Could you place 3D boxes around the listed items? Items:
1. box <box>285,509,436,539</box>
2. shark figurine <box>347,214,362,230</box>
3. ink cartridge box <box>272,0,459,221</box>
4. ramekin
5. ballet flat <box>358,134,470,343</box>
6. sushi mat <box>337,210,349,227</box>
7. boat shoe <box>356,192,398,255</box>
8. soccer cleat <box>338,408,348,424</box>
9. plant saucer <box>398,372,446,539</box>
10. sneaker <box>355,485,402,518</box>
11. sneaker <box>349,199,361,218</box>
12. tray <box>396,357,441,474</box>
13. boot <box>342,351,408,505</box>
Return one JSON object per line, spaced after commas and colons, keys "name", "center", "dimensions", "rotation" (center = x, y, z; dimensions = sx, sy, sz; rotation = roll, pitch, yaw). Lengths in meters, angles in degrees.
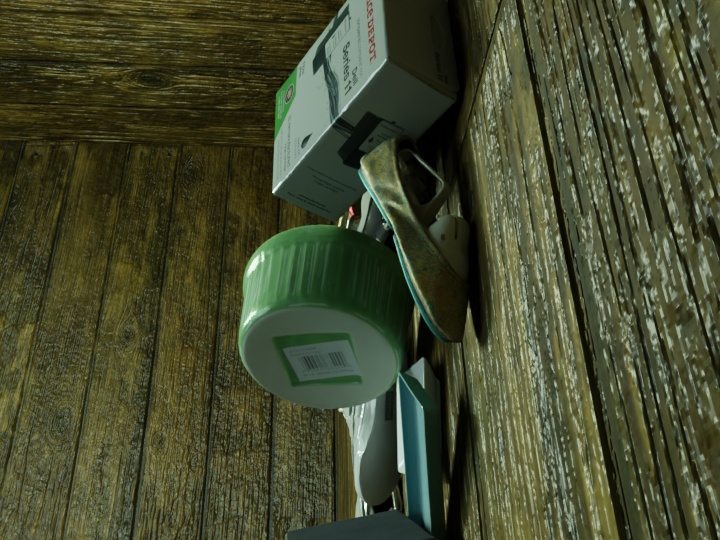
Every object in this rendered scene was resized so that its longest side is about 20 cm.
{"name": "box", "center": [0.007, 0.321, 0.611], "dimensions": [0.200, 0.120, 0.202], "rotation": [119, 140, -78]}
{"name": "shark figurine", "center": [0.007, 0.011, 1.017], "dimensions": [0.128, 0.087, 0.220], "rotation": [-52, -43, -57]}
{"name": "ink cartridge box", "center": [-0.003, -0.169, 0.715], "dimensions": [0.199, 0.082, 0.150], "rotation": [-41, 40, 41]}
{"name": "ramekin", "center": [-0.039, 0.060, 0.806], "dimensions": [0.203, 0.194, 0.099], "rotation": [95, -179, -45]}
{"name": "ballet flat", "center": [0.054, -0.037, 0.606], "dimensions": [0.072, 0.069, 0.203], "rotation": [96, 158, -49]}
{"name": "sushi mat", "center": [-0.007, -0.135, 0.885], "dimensions": [0.096, 0.012, 0.206], "rotation": [-106, 26, -80]}
{"name": "boat shoe", "center": [0.036, -0.040, 0.853], "dimensions": [0.060, 0.073, 0.202], "rotation": [47, 149, 24]}
{"name": "soccer cleat", "center": [-0.002, 0.228, 1.175], "dimensions": [0.071, 0.084, 0.204], "rotation": [96, 173, -48]}
{"name": "plant saucer", "center": [0.056, 0.193, 0.648], "dimensions": [0.070, 0.018, 0.206], "rotation": [-130, 32, -67]}
{"name": "sneaker", "center": [0.017, 0.364, 0.984], "dimensions": [0.116, 0.071, 0.206], "rotation": [94, 177, -71]}
{"name": "sneaker", "center": [0.001, -0.164, 1.393], "dimensions": [0.085, 0.075, 0.206], "rotation": [121, 140, -71]}
{"name": "tray", "center": [0.060, 0.158, 0.780], "dimensions": [0.200, 0.021, 0.111], "rotation": [108, 161, -76]}
{"name": "boot", "center": [0.009, 0.187, 0.951], "dimensions": [0.095, 0.072, 0.206], "rotation": [0, 81, 57]}
